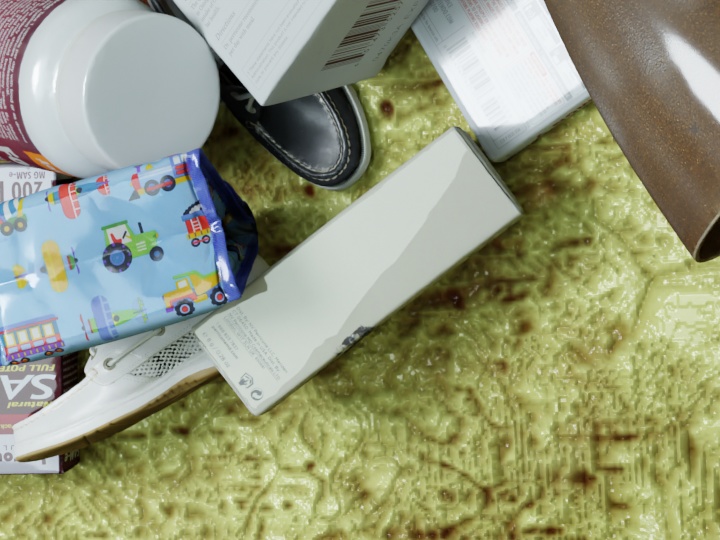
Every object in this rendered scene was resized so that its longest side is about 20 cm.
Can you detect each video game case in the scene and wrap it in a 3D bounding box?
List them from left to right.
[{"bbox_3d":[0.102,-0.196,1.579,0.182,0.023,0.200,-34,78,22],"label":"video game case"}]

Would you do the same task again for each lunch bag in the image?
[{"bbox_3d":[-0.143,-0.006,1.585,0.150,0.200,0.094,-15,89,4],"label":"lunch bag"}]

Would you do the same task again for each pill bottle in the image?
[{"bbox_3d":[-0.178,-0.116,1.617,0.200,0.114,0.114,14,100,53],"label":"pill bottle"}]

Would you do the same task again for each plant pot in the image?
[{"bbox_3d":[0.187,-0.140,1.451,0.187,0.187,0.200,-46,75,20],"label":"plant pot"}]

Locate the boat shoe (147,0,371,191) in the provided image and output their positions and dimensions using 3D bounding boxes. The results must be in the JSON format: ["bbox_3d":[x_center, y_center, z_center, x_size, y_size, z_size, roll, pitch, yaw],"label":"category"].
[{"bbox_3d":[-0.069,-0.133,1.638,0.074,0.060,0.200,-37,78,22],"label":"boat shoe"}]

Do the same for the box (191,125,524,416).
[{"bbox_3d":[0.000,0.000,1.573,0.200,0.082,0.068,-37,88,6],"label":"box"}]

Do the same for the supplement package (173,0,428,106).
[{"bbox_3d":[-0.056,-0.215,1.578,0.200,0.117,0.117,51,128,16],"label":"supplement package"}]

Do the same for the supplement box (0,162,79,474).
[{"bbox_3d":[-0.241,0.031,1.710,0.109,0.061,0.200,-1,94,4],"label":"supplement box"}]

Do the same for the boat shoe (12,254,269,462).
[{"bbox_3d":[-0.137,0.053,1.657,0.200,0.071,0.069,-28,86,0],"label":"boat shoe"}]
